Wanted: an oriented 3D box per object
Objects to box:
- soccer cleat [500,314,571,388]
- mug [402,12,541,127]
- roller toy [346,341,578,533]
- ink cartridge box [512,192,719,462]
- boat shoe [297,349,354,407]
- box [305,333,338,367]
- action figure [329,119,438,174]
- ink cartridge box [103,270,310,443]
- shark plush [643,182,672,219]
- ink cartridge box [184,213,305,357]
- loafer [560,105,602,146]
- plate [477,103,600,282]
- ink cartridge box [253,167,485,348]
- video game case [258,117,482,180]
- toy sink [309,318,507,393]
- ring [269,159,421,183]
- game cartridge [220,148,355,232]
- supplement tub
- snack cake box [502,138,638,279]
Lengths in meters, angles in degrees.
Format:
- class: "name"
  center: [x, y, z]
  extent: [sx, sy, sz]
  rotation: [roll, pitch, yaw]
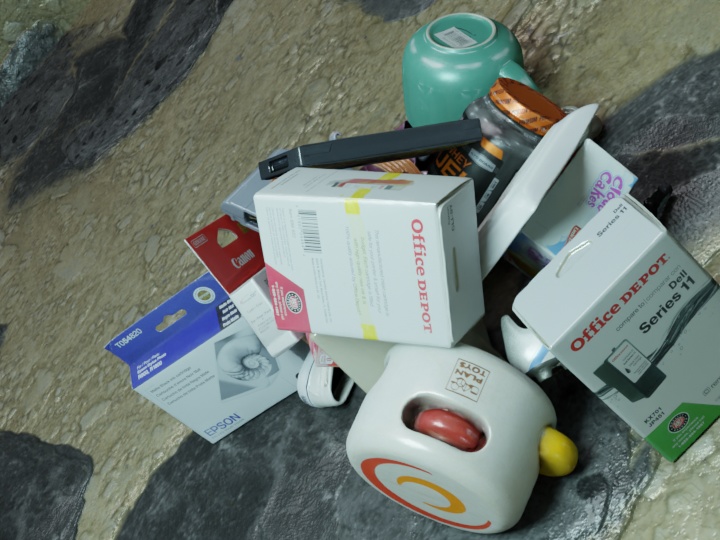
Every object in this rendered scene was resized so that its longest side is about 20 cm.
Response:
- class: "soccer cleat"
  center: [0.228, 0.035, 1.342]
  extent: [0.199, 0.070, 0.087]
  rotation: [-26, 74, -3]
- class: "mug"
  center: [0.142, -0.247, 1.731]
  extent: [0.184, 0.115, 0.153]
  rotation: [2, 40, 11]
- class: "roller toy"
  center: [0.092, 0.154, 1.350]
  extent: [0.199, 0.182, 0.140]
  rotation: [-4, 52, 50]
- class: "ink cartridge box"
  center: [0.252, 0.052, 1.235]
  extent: [0.147, 0.200, 0.083]
  rotation: [-46, 31, 6]
- class: "boat shoe"
  center: [-0.012, 0.071, 1.683]
  extent: [0.065, 0.072, 0.201]
  rotation: [1, 58, 47]
- class: "box"
  center: [0.000, 0.000, 1.571]
  extent: [0.095, 0.102, 0.201]
  rotation: [-115, 28, -66]
- class: "action figure"
  center: [0.025, -0.112, 1.828]
  extent: [0.200, 0.134, 0.150]
  rotation: [-38, 61, 20]
- class: "ink cartridge box"
  center: [-0.183, 0.112, 1.732]
  extent: [0.199, 0.200, 0.041]
  rotation: [-34, 34, 26]
- class: "shark plush"
  center: [0.256, -0.013, 1.436]
  extent: [0.083, 0.090, 0.201]
  rotation: [124, 169, -73]
- class: "ink cartridge box"
  center: [-0.115, 0.000, 1.714]
  extent: [0.045, 0.177, 0.200]
  rotation: [-36, 3, 20]
- class: "loafer"
  center: [0.197, -0.128, 1.646]
  extent: [0.199, 0.063, 0.072]
  rotation: [-29, 76, 33]
- class: "plate"
  center: [0.151, -0.062, 1.396]
  extent: [0.200, 0.032, 0.200]
  rotation: [-53, -3, -44]
- class: "ink cartridge box"
  center: [0.011, -0.014, 1.334]
  extent: [0.199, 0.146, 0.083]
  rotation: [6, 25, 30]
- class: "video game case"
  center: [0.006, -0.128, 1.494]
  extent: [0.181, 0.199, 0.026]
  rotation: [178, 82, -73]
- class: "toy sink"
  center: [0.059, 0.076, 1.492]
  extent: [0.130, 0.200, 0.112]
  rotation: [-43, 14, 12]
- class: "ring"
  center: [-0.018, -0.084, 1.699]
  extent: [0.199, 0.019, 0.201]
  rotation: [-3, 48, 3]
- class: "game cartridge"
  center: [-0.057, -0.082, 1.738]
  extent: [0.199, 0.041, 0.133]
  rotation: [24, 49, 25]
- class: "supplement tub"
  center: [0.144, -0.108, 1.572]
  extent: [0.201, 0.122, 0.123]
  rotation: [-59, 27, 22]
- class: "snack cake box"
  center: [0.209, -0.055, 1.442]
  extent: [0.115, 0.067, 0.200]
  rotation: [-52, -2, -4]
